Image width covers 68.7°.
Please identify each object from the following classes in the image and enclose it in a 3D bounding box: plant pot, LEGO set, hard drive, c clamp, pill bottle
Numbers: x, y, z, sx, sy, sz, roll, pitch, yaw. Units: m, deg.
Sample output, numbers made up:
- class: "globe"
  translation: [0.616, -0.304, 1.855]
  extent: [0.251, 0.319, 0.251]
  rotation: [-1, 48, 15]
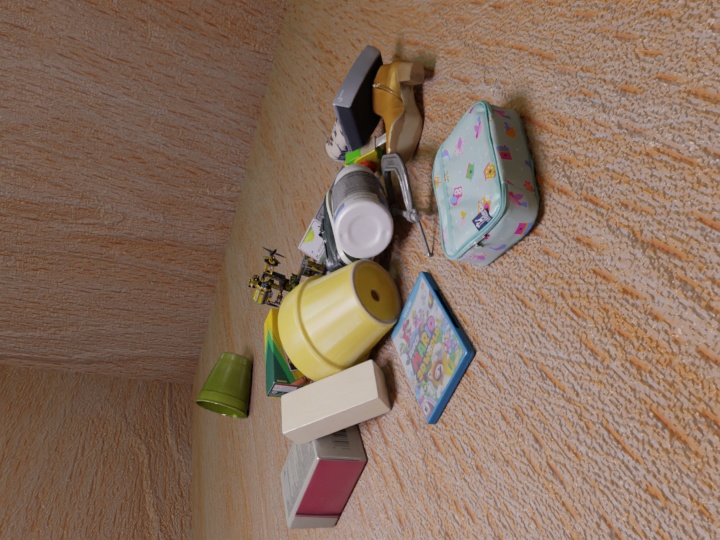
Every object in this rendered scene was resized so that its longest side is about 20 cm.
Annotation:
- class: "plant pot"
  translation: [-0.487, 0.419, 1.953]
  extent: [0.200, 0.195, 0.199]
  rotation: [-36, 36, 58]
- class: "LEGO set"
  translation: [-0.158, 0.018, 1.241]
  extent: [0.155, 0.194, 0.119]
  rotation: [-83, 16, -67]
- class: "plant pot"
  translation: [-0.028, 0.084, 0.997]
  extent: [0.187, 0.197, 0.207]
  rotation: [-35, 47, 37]
- class: "hard drive"
  translation: [0.009, -0.367, 1.124]
  extent: [0.204, 0.041, 0.137]
  rotation: [-66, -30, -31]
- class: "c clamp"
  translation: [0.073, -0.129, 0.967]
  extent: [0.200, 0.026, 0.177]
  rotation: [-124, 18, -71]
- class: "pill bottle"
  translation: [-0.001, -0.124, 1.023]
  extent: [0.203, 0.110, 0.116]
  rotation: [-99, 29, -57]

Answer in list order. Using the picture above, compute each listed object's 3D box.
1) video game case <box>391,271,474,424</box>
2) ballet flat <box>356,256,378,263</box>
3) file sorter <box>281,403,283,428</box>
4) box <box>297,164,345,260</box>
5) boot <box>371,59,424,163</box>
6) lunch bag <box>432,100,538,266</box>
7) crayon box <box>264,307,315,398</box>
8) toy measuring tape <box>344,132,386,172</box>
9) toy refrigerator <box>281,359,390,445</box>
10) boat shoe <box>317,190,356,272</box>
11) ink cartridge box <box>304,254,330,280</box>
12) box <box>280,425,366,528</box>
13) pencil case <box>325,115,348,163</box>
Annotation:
- class: "video game case"
  translation: [0.109, 0.119, 0.853]
  extent: [0.202, 0.017, 0.147]
  rotation: [-113, 39, -53]
- class: "ballet flat"
  translation: [0.000, 0.000, 1.104]
  extent: [0.200, 0.063, 0.073]
  rotation: [-44, 43, 50]
- class: "file sorter"
  translation: [-0.108, 0.238, 1.168]
  extent: [0.205, 0.134, 0.126]
  rotation: [-102, 30, -42]
- class: "box"
  translation: [-0.071, -0.138, 1.241]
  extent: [0.117, 0.059, 0.204]
  rotation: [-53, 12, 50]
- class: "boot"
  translation: [0.064, -0.314, 1.059]
  extent: [0.143, 0.068, 0.210]
  rotation: [23, 104, 60]
- class: "lunch bag"
  translation: [0.166, -0.115, 0.743]
  extent: [0.160, 0.074, 0.207]
  rotation: [136, 139, -53]
- class: "crayon box"
  translation: [-0.097, 0.177, 1.087]
  extent: [0.059, 0.193, 0.177]
  rotation: [-55, 33, 41]
- class: "toy measuring tape"
  translation: [0.044, -0.259, 1.143]
  extent: [0.196, 0.072, 0.076]
  rotation: [-20, 60, 39]
- class: "toy refrigerator"
  translation: [-0.046, 0.246, 0.972]
  extent: [0.194, 0.070, 0.078]
  rotation: [-25, 47, 14]
- class: "boat shoe"
  translation: [-0.058, -0.080, 1.092]
  extent: [0.065, 0.074, 0.204]
  rotation: [-34, 51, 24]
- class: "ink cartridge box"
  translation: [-0.102, 0.082, 1.340]
  extent: [0.200, 0.039, 0.207]
  rotation: [131, 143, -49]
- class: "box"
  translation: [-0.080, 0.399, 1.064]
  extent: [0.129, 0.105, 0.205]
  rotation: [-115, 42, -54]
- class: "pencil case"
  translation: [-0.035, -0.337, 1.267]
  extent: [0.200, 0.075, 0.093]
  rotation: [128, 136, -71]
